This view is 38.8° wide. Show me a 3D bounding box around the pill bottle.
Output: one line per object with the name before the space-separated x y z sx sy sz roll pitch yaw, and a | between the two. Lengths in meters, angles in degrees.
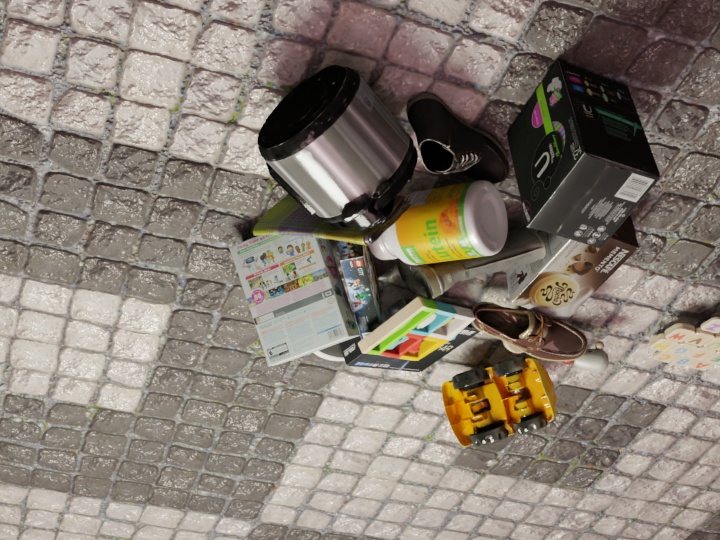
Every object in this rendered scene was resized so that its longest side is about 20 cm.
pill bottle | 0.110 -0.067 1.538 0.200 0.111 0.111 -8 141 36

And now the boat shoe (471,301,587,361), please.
boat shoe | 0.279 0.100 1.688 0.200 0.072 0.072 21 176 7

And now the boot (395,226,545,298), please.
boot | 0.171 -0.023 1.631 0.200 0.182 0.073 -26 115 -14

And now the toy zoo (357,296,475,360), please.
toy zoo | 0.100 0.098 1.643 0.131 0.020 0.200 -38 152 22

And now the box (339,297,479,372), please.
box | 0.088 0.114 1.755 0.160 0.044 0.200 -38 149 32

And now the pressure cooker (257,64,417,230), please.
pressure cooker | -0.020 -0.156 1.397 0.200 0.176 0.179 45 163 -28

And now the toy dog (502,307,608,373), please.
toy dog | 0.335 0.108 1.778 0.200 0.132 0.097 14 96 -23

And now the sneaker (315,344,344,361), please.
sneaker | -0.059 0.085 1.745 0.099 0.071 0.200 -32 126 34

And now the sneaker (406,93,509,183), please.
sneaker | 0.142 -0.159 1.470 0.200 0.106 0.075 31 127 -31

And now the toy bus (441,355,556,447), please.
toy bus | 0.279 0.227 1.858 0.200 0.136 0.192 -22 172 33

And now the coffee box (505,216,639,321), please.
coffee box | 0.338 -0.019 1.648 0.113 0.080 0.200 19 133 -21

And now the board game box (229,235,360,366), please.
board game box | -0.103 0.032 1.600 0.147 0.200 0.064 -21 174 19

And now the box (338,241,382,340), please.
box | 0.000 0.000 1.611 0.038 0.137 0.200 -9 137 5

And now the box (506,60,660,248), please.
box | 0.301 -0.161 1.407 0.124 0.200 0.149 15 134 -19

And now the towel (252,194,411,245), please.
towel | -0.041 -0.078 1.482 0.200 0.144 0.023 6 121 26

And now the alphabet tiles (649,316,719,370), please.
alphabet tiles | 0.628 0.137 1.837 0.200 0.015 0.196 13 151 -16
